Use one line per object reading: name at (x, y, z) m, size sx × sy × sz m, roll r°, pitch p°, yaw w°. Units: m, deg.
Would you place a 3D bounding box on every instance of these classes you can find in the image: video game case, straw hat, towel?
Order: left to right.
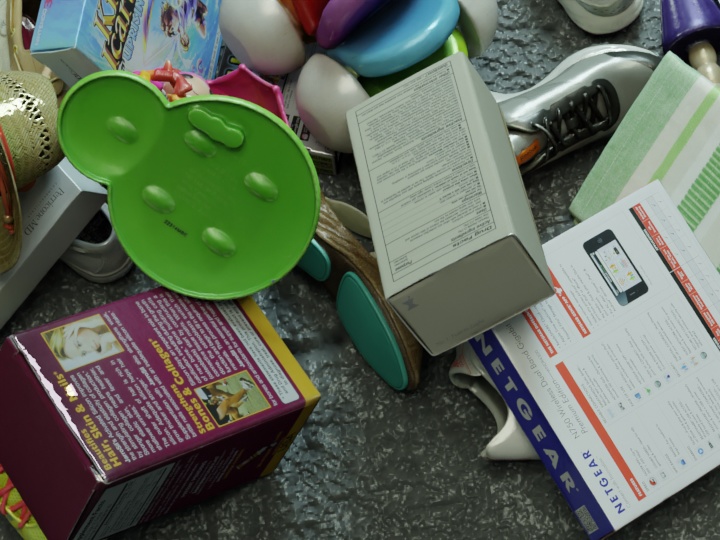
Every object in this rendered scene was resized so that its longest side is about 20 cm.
straw hat at (-0.251, -0.098, 1.638) m, size 0.085 × 0.202 × 0.202 m, roll -26°, pitch 67°, yaw -26°
video game case at (-0.166, -0.210, 1.774) m, size 0.045 × 0.181 × 0.202 m, roll -3°, pitch 64°, yaw 28°
towel at (0.265, -0.041, 1.723) m, size 0.200 × 0.023 × 0.153 m, roll 40°, pitch 112°, yaw 19°

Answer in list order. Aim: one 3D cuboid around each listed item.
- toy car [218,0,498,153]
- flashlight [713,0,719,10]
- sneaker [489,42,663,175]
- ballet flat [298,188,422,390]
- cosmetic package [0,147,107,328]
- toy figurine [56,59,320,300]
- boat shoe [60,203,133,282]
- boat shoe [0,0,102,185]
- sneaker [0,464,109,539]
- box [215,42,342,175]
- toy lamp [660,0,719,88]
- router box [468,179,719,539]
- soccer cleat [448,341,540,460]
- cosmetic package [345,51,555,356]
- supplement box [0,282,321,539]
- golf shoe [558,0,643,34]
toy car at (0.000, -0.204, 1.741) m, size 0.175 × 0.150 × 0.200 m, roll -40°, pitch 74°, yaw -16°
flashlight at (0.296, -0.252, 1.755) m, size 0.068 × 0.200 × 0.068 m, roll 34°, pitch 73°, yaw 16°
sneaker at (0.144, -0.110, 1.760) m, size 0.198 × 0.074 × 0.080 m, roll -19°, pitch 30°, yaw 1°
ballet flat at (0.000, 0.000, 1.748) m, size 0.072 × 0.068 × 0.200 m, roll -29°, pitch 63°, yaw -30°
cosmetic package at (-0.302, -0.035, 1.732) m, size 0.151 × 0.052 × 0.200 m, roll 45°, pitch 104°, yaw 16°
toy figurine at (-0.120, -0.097, 1.695) m, size 0.199 × 0.184 × 0.151 m, roll 34°, pitch 109°, yaw -12°
boat shoe at (-0.256, -0.064, 1.778) m, size 0.072 × 0.069 × 0.200 m, roll -43°, pitch 71°, yaw -14°
boat shoe at (-0.238, -0.146, 1.784) m, size 0.074 × 0.067 × 0.201 m, roll 6°, pitch 42°, yaw -42°
sneaker at (-0.255, 0.141, 1.669) m, size 0.200 × 0.090 × 0.078 m, roll 48°, pitch 115°, yaw 26°
box at (-0.048, -0.180, 1.834) m, size 0.109 × 0.035 × 0.202 m, roll 11°, pitch 68°, yaw 8°
toy lamp at (0.275, -0.127, 1.782) m, size 0.058 × 0.058 × 0.201 m, roll -15°, pitch 67°, yaw -3°
router box at (0.190, 0.062, 1.667) m, size 0.179 × 0.049 × 0.201 m, roll -28°, pitch 81°, yaw -21°
soccer cleat at (0.099, 0.046, 1.712) m, size 0.084 × 0.069 × 0.202 m, roll -13°, pitch 71°, yaw -13°
cosmetic package at (0.060, -0.050, 1.637) m, size 0.103 × 0.073 × 0.201 m, roll -26°, pitch 43°, yaw 15°
supplement box at (-0.150, 0.096, 1.642) m, size 0.199 × 0.103 × 0.131 m, roll -18°, pitch 63°, yaw -39°
golf shoe at (0.152, -0.279, 1.835) m, size 0.075 × 0.092 × 0.200 m, roll -38°, pitch 69°, yaw -11°
